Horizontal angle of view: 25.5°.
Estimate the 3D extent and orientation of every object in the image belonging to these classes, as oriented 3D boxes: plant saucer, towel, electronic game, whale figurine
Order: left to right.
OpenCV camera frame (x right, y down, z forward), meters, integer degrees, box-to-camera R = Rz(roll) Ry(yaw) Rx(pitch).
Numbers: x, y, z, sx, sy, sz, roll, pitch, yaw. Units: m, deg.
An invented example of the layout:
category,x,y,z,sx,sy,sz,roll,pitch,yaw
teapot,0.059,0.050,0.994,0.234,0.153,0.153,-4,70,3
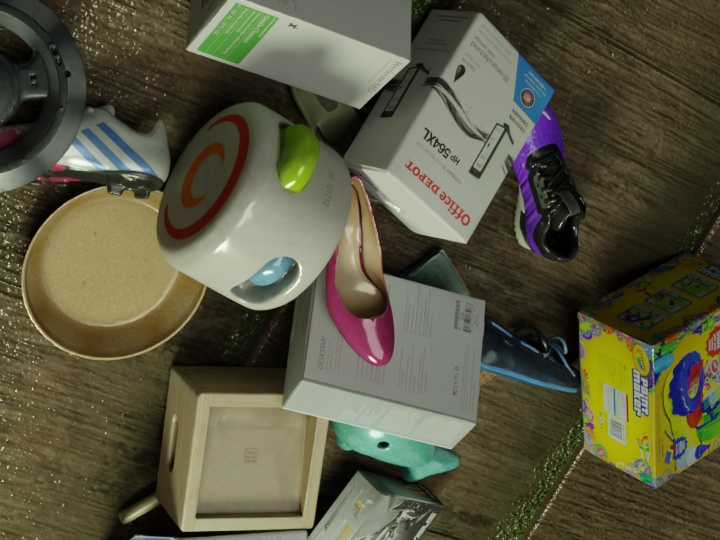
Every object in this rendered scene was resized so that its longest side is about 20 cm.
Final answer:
category,x,y,z,sx,sy,sz,roll,pitch,yaw
electronic game,-0.359,-0.172,1.506,0.199,0.042,0.201,-1,96,-11
plant saucer,-0.257,-0.003,1.666,0.199,0.035,0.201,-10,118,-19
whale figurine,0.043,0.186,1.832,0.158,0.104,0.200,-20,128,17
towel,0.077,0.083,1.861,0.146,0.022,0.200,-35,125,-2

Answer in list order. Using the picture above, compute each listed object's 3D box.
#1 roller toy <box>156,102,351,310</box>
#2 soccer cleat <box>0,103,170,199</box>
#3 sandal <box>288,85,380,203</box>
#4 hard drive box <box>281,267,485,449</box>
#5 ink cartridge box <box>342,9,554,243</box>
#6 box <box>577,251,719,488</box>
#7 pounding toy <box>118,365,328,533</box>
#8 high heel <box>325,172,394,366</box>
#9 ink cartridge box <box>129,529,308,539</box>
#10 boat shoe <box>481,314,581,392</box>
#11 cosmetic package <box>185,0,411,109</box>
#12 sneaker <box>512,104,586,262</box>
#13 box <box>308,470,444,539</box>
category,x,y,z,sx,sy,sz,roll,pitch,yaw
roller toy,-0.103,-0.061,1.593,0.139,0.200,0.183,30,89,-31
soccer cleat,-0.287,-0.128,1.582,0.199,0.070,0.087,10,74,-14
sandal,-0.009,-0.141,1.689,0.080,0.057,0.201,-40,123,0
hard drive box,0.027,0.089,1.729,0.199,0.156,0.077,16,148,-13
ink cartridge box,0.093,-0.150,1.674,0.146,0.084,0.201,39,75,-37
box,0.372,0.116,1.914,0.192,0.122,0.201,-27,124,-31
pounding toy,-0.154,0.210,1.775,0.183,0.142,0.201,3,103,-25
high heel,0.000,0.000,1.645,0.067,0.096,0.201,-21,88,-23
ink cartridge box,-0.182,0.336,1.794,0.199,0.041,0.200,2,157,-23
boat shoe,0.202,0.098,1.873,0.200,0.084,0.069,20,82,-50
cosmetic package,-0.059,-0.245,1.573,0.199,0.085,0.108,16,148,-25
sneaker,0.214,-0.097,1.780,0.069,0.100,0.201,-21,122,-14
box,-0.007,0.336,1.898,0.200,0.048,0.158,-54,149,8
